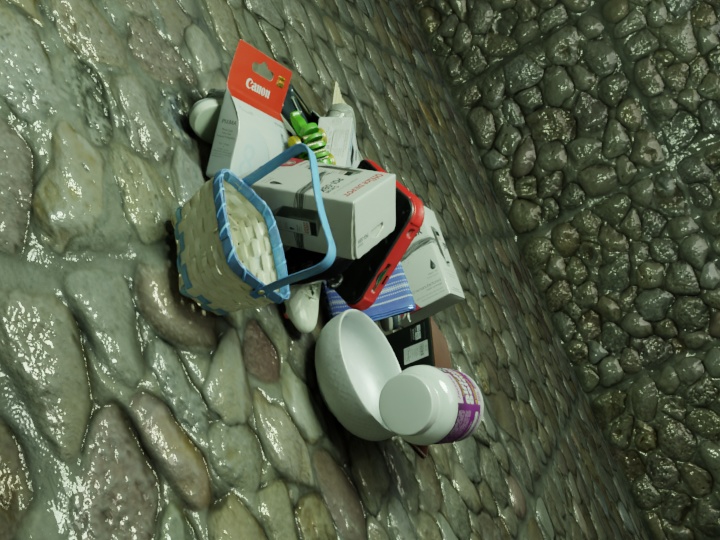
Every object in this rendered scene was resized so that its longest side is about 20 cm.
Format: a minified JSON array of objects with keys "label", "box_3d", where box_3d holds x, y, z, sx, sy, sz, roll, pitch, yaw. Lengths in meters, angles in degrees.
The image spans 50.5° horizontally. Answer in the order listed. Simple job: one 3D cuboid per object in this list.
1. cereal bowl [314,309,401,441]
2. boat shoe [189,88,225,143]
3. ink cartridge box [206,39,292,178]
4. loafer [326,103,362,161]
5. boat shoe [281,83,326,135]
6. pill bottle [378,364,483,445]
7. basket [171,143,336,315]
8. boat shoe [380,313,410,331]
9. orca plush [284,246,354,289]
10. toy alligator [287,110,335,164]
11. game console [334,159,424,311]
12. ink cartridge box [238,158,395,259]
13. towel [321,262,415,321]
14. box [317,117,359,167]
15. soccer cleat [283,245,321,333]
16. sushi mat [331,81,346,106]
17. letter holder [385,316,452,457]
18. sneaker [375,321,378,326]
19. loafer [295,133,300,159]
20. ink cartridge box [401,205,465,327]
[{"label":"cereal bowl","box_3d":[-0.009,0.166,1.161,0.201,0.082,0.202,50,26,-34]},{"label":"boat shoe","box_3d":[-0.210,-0.243,1.184,0.071,0.070,0.200,43,22,14]},{"label":"ink cartridge box","box_3d":[-0.150,-0.221,1.155,0.160,0.047,0.204,10,96,-66]},{"label":"loafer","box_3d":[-0.033,-0.212,1.432,0.070,0.069,0.203,-58,144,-43]},{"label":"boat shoe","box_3d":[-0.100,-0.282,1.474,0.200,0.061,0.076,46,25,-40]},{"label":"pill bottle","box_3d":[0.103,0.198,1.122,0.199,0.111,0.114,20,47,-63]},{"label":"basket","box_3d":[-0.129,-0.048,0.947,0.139,0.198,0.179,35,36,-51]},{"label":"boat shoe","box_3d":[0.058,0.053,1.394,0.200,0.060,0.076,-108,-161,-72]},{"label":"orca plush","box_3d":[-0.071,-0.031,1.116,0.197,0.071,0.107,-2,68,-30]},{"label":"toy alligator","box_3d":[-0.062,-0.160,1.198,0.059,0.054,0.204,-20,91,-28]},{"label":"game console","box_3d":[0.005,-0.056,1.217,0.031,0.202,0.177,20,17,-42]},{"label":"ink cartridge box","box_3d":[-0.064,-0.095,1.095,0.147,0.196,0.084,-40,136,-56]},{"label":"towel","box_3d":[0.000,0.000,1.285,0.024,0.142,0.203,86,-12,-58]},{"label":"box","box_3d":[-0.037,-0.158,1.347,0.201,0.059,0.118,80,15,-55]},{"label":"soccer cleat","box_3d":[-0.083,0.002,1.173,0.069,0.077,0.203,42,31,-44]},{"label":"sushi mat","box_3d":[-0.049,-0.260,1.508,0.096,0.012,0.204,53,41,-68]},{"label":"letter holder","box_3d":[0.124,0.216,1.398,0.143,0.099,0.202,52,24,-34]},{"label":"sneaker","box_3d":[-0.012,0.050,1.329,0.094,0.069,0.203,64,10,-57]},{"label":"loafer","box_3d":[-0.089,-0.189,1.367,0.069,0.075,0.202,37,31,-25]},{"label":"ink cartridge box","box_3d":[0.103,-0.010,1.536,0.082,0.145,0.203,18,48,-59]}]
